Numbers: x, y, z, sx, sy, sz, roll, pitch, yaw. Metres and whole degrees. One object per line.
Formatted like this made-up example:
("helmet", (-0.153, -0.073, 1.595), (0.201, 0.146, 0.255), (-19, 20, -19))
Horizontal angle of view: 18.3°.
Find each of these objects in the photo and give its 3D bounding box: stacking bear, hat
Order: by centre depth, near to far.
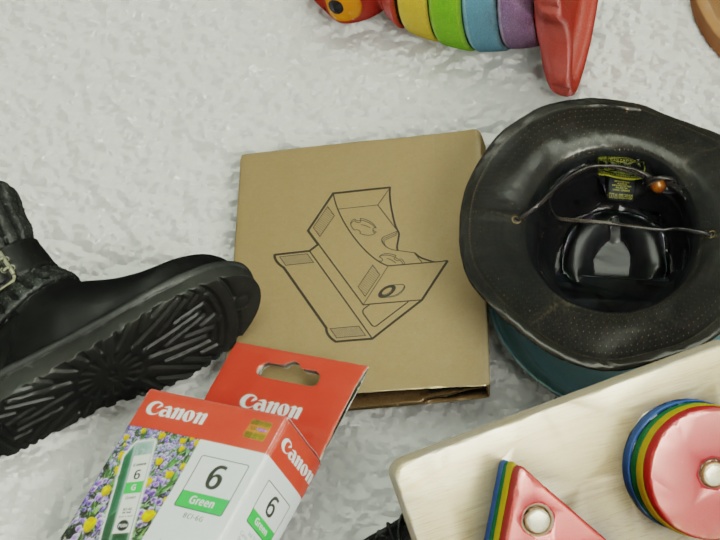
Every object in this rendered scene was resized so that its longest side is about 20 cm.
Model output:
("hat", (0.149, -0.006, 1.351), (0.200, 0.081, 0.201), (0, 53, 0))
("stacking bear", (0.055, -0.201, 1.522), (0.200, 0.121, 0.114), (8, 55, 17))

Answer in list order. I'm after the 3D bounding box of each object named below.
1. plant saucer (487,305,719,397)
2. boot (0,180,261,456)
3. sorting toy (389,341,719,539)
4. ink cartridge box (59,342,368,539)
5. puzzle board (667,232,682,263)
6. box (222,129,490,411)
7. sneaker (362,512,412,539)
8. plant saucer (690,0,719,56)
("plant saucer", (0.177, 0.016, 1.400), (0.200, 0.027, 0.200), (-1, 54, 1))
("boot", (-0.182, 0.006, 1.377), (0.211, 0.079, 0.158), (-24, 56, -8))
("sorting toy", (0.144, 0.164, 1.181), (0.200, 0.070, 0.199), (-20, 94, -8))
("ink cartridge box", (-0.088, 0.115, 1.285), (0.109, 0.050, 0.200), (8, 57, 36))
("puzzle board", (0.296, -0.052, 1.370), (0.200, 0.017, 0.151), (-44, 49, -10))
("box", (0.000, 0.000, 1.406), (0.163, 0.021, 0.200), (-6, 52, 9))
("sneaker", (0.013, 0.174, 1.247), (0.200, 0.091, 0.076), (-20, 56, -11))
("plant saucer", (0.330, -0.199, 1.554), (0.200, 0.032, 0.200), (-1, 54, 2))
